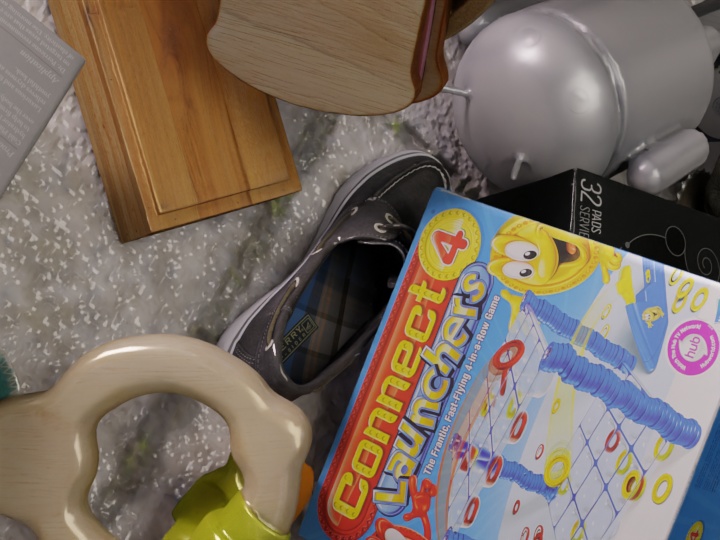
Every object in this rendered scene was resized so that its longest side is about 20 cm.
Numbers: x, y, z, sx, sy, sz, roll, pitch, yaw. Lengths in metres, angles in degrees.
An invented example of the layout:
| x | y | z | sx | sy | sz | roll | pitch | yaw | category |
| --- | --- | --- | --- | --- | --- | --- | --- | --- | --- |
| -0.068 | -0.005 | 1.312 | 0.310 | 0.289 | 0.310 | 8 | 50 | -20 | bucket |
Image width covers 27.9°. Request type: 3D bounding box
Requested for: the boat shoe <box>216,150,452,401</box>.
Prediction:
| x | y | z | sx | sy | sz | roll | pitch | yaw | category |
| --- | --- | --- | --- | --- | --- | --- | --- | --- | --- |
| 0.000 | 0.000 | 0.782 | 0.200 | 0.066 | 0.070 | -44 | 108 | -34 | boat shoe |

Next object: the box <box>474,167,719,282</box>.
| x | y | z | sx | sy | sz | roll | pitch | yaw | category |
| --- | --- | --- | --- | --- | --- | --- | --- | --- | --- |
| 0.128 | 0.065 | 0.834 | 0.148 | 0.124 | 0.202 | 14 | 72 | -35 | box |

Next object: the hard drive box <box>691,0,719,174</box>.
| x | y | z | sx | sy | sz | roll | pitch | yaw | category |
| --- | --- | --- | --- | --- | --- | --- | --- | --- | --- |
| 0.300 | -0.098 | 0.969 | 0.077 | 0.155 | 0.201 | -38 | 105 | -51 | hard drive box |

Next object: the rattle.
| x | y | z | sx | sy | sz | roll | pitch | yaw | category |
| --- | --- | --- | --- | --- | --- | --- | --- | --- | --- |
| -0.121 | 0.075 | 0.691 | 0.198 | 0.143 | 0.131 | 13 | 109 | 3 | rattle |

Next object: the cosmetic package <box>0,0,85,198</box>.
| x | y | z | sx | sy | sz | roll | pitch | yaw | category |
| --- | --- | --- | --- | --- | --- | --- | --- | --- | --- |
| -0.216 | -0.038 | 0.611 | 0.107 | 0.090 | 0.201 | 41 | 62 | -25 | cosmetic package |

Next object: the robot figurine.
| x | y | z | sx | sy | sz | roll | pitch | yaw | category |
| --- | --- | --- | --- | --- | --- | --- | --- | --- | --- |
| 0.135 | -0.110 | 0.877 | 0.199 | 0.113 | 0.170 | -25 | 57 | -38 | robot figurine |

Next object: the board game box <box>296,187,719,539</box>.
| x | y | z | sx | sy | sz | roll | pitch | yaw | category |
| --- | --- | --- | --- | --- | --- | --- | --- | --- | --- |
| 0.087 | 0.081 | 0.713 | 0.056 | 0.195 | 0.201 | 22 | 89 | -50 | board game box |

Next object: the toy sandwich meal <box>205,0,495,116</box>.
| x | y | z | sx | sy | sz | roll | pitch | yaw | category |
| --- | --- | --- | --- | --- | --- | --- | --- | --- | --- |
| -0.013 | -0.172 | 0.689 | 0.206 | 0.204 | 0.070 | 52 | 32 | -18 | toy sandwich meal |

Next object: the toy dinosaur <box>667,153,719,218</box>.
| x | y | z | sx | sy | sz | roll | pitch | yaw | category |
| --- | --- | --- | --- | --- | --- | --- | --- | --- | --- |
| 0.260 | -0.062 | 0.902 | 0.102 | 0.200 | 0.077 | 24 | 37 | -17 | toy dinosaur |

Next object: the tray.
| x | y | z | sx | sy | sz | roll | pitch | yaw | category |
| --- | --- | --- | --- | --- | --- | --- | --- | --- | --- |
| -0.103 | -0.124 | 0.745 | 0.098 | 0.037 | 0.201 | -18 | 92 | -39 | tray |
